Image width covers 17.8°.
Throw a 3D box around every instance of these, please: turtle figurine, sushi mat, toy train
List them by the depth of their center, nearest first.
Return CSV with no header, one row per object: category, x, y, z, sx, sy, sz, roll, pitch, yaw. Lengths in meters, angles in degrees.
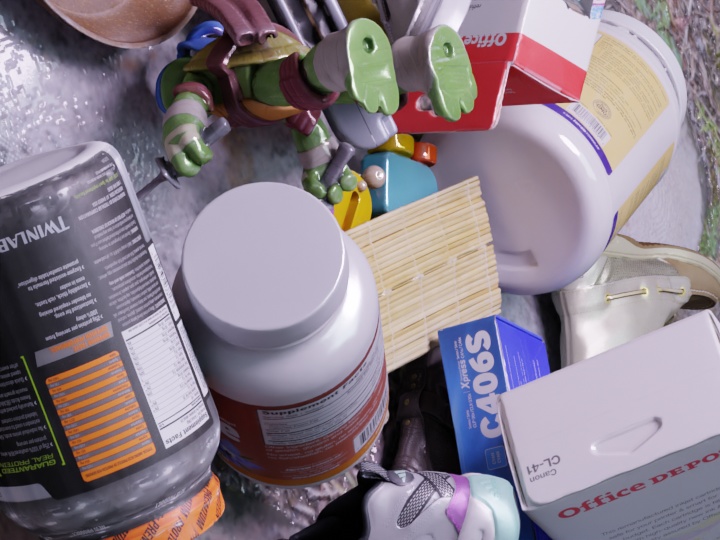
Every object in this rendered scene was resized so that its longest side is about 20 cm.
turtle figurine,-0.039,-0.064,1.264,0.144,0.194,0.200,39,55,-34
sushi mat,0.033,0.006,1.436,0.200,0.012,0.096,-24,106,-56
toy train,0.000,0.000,1.451,0.200,0.055,0.151,-48,125,-49

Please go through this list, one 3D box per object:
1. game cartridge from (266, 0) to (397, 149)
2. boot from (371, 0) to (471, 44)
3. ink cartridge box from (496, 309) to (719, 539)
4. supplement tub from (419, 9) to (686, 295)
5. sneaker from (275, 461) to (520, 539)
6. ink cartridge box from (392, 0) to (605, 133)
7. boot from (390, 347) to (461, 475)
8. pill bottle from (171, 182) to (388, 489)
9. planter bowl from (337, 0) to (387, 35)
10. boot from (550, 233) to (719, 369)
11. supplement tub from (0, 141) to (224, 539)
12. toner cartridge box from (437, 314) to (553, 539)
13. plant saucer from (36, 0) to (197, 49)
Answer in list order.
game cartridge,-0.037,-0.165,1.388,0.200,0.041,0.133,63,-5,-5
boot,0.012,-0.173,1.350,0.095,0.074,0.200,26,19,-9
ink cartridge box,0.189,0.122,1.408,0.200,0.147,0.086,48,22,-53
supplement tub,0.136,-0.087,1.586,0.200,0.145,0.146,-46,118,-51
sneaker,0.000,0.194,1.363,0.078,0.139,0.200,-102,-152,-63
ink cartridge box,0.091,-0.170,1.448,0.067,0.116,0.201,24,76,-38
boot,0.071,0.155,1.492,0.200,0.069,0.174,57,35,-33
pill bottle,-0.044,0.035,1.247,0.200,0.112,0.113,82,13,-64
planter bowl,0.043,-0.234,1.552,0.200,0.083,0.201,23,61,-51
boot,0.207,0.058,1.713,0.200,0.072,0.155,11,71,-48
supplement tub,-0.146,0.046,1.158,0.122,0.122,0.201,-35,110,-54
toner cartridge box,0.099,0.135,1.446,0.095,0.043,0.201,25,53,-63
plant saucer,-0.158,-0.220,1.298,0.200,0.037,0.201,23,61,-50
